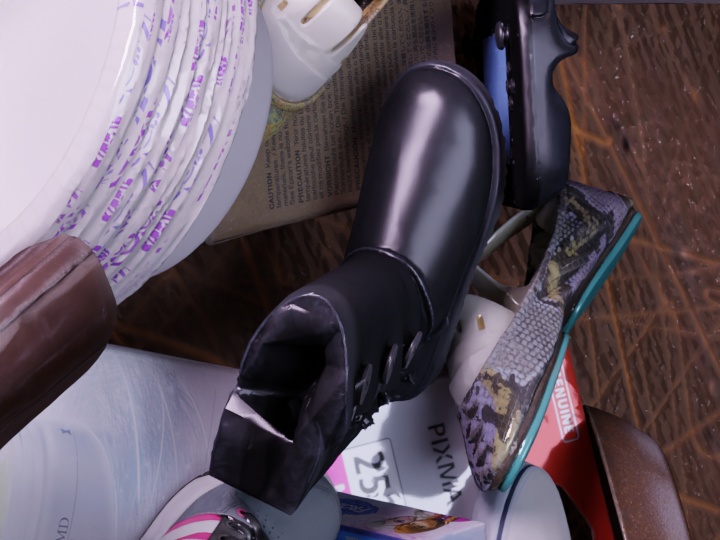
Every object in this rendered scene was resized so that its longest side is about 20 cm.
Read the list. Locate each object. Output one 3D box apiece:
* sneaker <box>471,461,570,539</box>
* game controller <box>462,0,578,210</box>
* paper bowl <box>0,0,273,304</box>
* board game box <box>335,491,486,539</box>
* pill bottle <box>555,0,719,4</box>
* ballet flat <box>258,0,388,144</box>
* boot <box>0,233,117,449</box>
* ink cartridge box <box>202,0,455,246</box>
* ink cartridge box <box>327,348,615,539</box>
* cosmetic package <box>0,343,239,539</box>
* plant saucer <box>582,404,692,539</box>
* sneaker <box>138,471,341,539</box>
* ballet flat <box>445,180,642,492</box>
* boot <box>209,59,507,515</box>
[{"bbox_3d":[0.096,0.178,1.242,0.073,0.071,0.201,35,43,-48],"label":"sneaker"},{"bbox_3d":[0.074,-0.083,1.302,0.042,0.200,0.105,5,93,-3],"label":"game controller"},{"bbox_3d":[-0.115,-0.074,1.122,0.104,0.200,0.202,22,80,-39],"label":"paper bowl"},{"bbox_3d":[-0.014,0.202,1.235,0.041,0.200,0.201,-13,102,-38],"label":"board game box"},{"bbox_3d":[0.159,-0.189,1.343,0.112,0.200,0.113,-5,97,-40],"label":"pill bottle"},{"bbox_3d":[-0.011,-0.131,1.196,0.071,0.071,0.200,49,64,-32],"label":"ballet flat"},{"bbox_3d":[-0.171,0.086,1.014,0.064,0.187,0.200,38,57,7],"label":"boot"},{"bbox_3d":[-0.039,-0.126,1.264,0.164,0.075,0.201,-13,103,-37],"label":"ink cartridge box"},{"bbox_3d":[0.057,0.148,1.309,0.173,0.044,0.201,-14,90,-22],"label":"ink cartridge box"},{"bbox_3d":[-0.160,0.124,1.156,0.199,0.123,0.200,11,87,-39],"label":"cosmetic package"},{"bbox_3d":[0.155,0.163,1.388,0.036,0.200,0.201,-13,106,1],"label":"plant saucer"},{"bbox_3d":[-0.058,0.138,1.084,0.200,0.120,0.084,-30,113,-35],"label":"sneaker"},{"bbox_3d":[0.075,0.025,1.298,0.072,0.072,0.201,59,40,-27],"label":"ballet flat"},{"bbox_3d":[0.000,0.001,1.166,0.200,0.065,0.166,-28,127,-67],"label":"boot"}]
